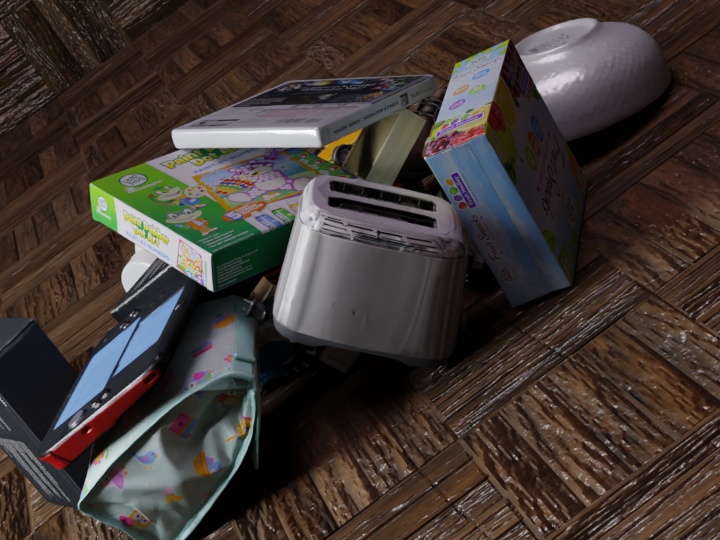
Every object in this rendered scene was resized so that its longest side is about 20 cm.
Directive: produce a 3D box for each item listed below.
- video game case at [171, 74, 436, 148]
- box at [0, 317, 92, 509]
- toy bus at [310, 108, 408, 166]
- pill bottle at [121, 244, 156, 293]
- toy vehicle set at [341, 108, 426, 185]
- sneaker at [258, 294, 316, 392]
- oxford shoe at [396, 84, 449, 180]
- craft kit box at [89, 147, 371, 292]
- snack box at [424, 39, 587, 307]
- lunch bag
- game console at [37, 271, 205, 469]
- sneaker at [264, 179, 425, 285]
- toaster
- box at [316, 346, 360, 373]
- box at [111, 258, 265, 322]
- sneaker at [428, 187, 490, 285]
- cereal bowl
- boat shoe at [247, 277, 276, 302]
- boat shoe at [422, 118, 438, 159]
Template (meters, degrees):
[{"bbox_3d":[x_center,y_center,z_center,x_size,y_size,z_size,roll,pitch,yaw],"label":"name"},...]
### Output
[{"bbox_3d":[-0.055,-0.156,1.634,0.200,0.023,0.182,3,23,41],"label":"video game case"},{"bbox_3d":[-0.320,0.145,1.661,0.079,0.200,0.141,-45,23,-23],"label":"box"},{"bbox_3d":[0.004,-0.135,1.933,0.200,0.078,0.065,-46,22,-25],"label":"toy bus"},{"bbox_3d":[-0.202,-0.038,1.999,0.111,0.111,0.200,-16,28,41],"label":"pill bottle"},{"bbox_3d":[-0.009,-0.069,1.668,0.200,0.026,0.124,-62,15,-4],"label":"toy vehicle set"},{"bbox_3d":[-0.095,0.067,1.637,0.200,0.075,0.087,-21,30,46],"label":"sneaker"},{"bbox_3d":[0.065,-0.157,1.804,0.073,0.085,0.200,21,32,16],"label":"oxford shoe"},{"bbox_3d":[-0.120,-0.065,1.577,0.200,0.049,0.197,-25,34,-35],"label":"craft kit box"},{"bbox_3d":[0.137,-0.091,1.507,0.068,0.169,0.200,-21,24,24],"label":"snack box"},{"bbox_3d":[-0.153,0.131,1.502,0.200,0.122,0.170,-51,16,17],"label":"lunch bag"},{"bbox_3d":[-0.211,0.080,1.505,0.177,0.031,0.200,-43,16,31],"label":"game console"},{"bbox_3d":[-0.018,-0.046,1.777,0.200,0.078,0.112,-37,20,-2],"label":"sneaker"},{"bbox_3d":[0.005,-0.002,1.462,0.114,0.200,0.129,-85,8,-65],"label":"toaster"},{"bbox_3d":[0.000,0.000,1.634,0.144,0.036,0.200,-57,14,14],"label":"box"},{"bbox_3d":[-0.147,-0.012,1.688,0.141,0.079,0.200,-40,9,32],"label":"box"},{"bbox_3d":[0.101,-0.047,1.613,0.090,0.067,0.200,-38,19,0],"label":"sneaker"},{"bbox_3d":[0.214,-0.203,1.701,0.200,0.083,0.200,-20,20,8],"label":"cereal bowl"},{"bbox_3d":[-0.153,0.040,1.817,0.072,0.065,0.200,-17,28,41],"label":"boat shoe"},{"bbox_3d":[0.113,-0.129,1.654,0.200,0.072,0.076,22,-98,-80],"label":"boat shoe"}]
